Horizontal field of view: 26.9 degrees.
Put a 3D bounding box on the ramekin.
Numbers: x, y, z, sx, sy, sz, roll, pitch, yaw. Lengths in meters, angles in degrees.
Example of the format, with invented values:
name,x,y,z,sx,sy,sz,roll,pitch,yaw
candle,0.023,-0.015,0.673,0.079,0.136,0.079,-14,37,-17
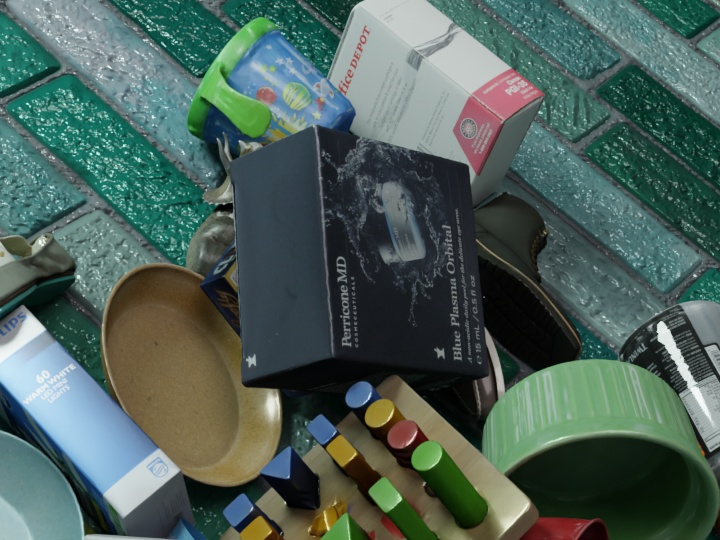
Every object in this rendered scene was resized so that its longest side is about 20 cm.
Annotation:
name,x,y,z,sx,sy,sz,roll,pitch,yaw
ramekin,0.193,0.168,1.263,0.198,0.201,0.098,11,40,-11

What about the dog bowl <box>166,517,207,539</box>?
name,x,y,z,sx,sy,sz,roll,pitch,yaw
dog bowl,-0.087,0.274,1.119,0.050,0.112,0.200,-42,70,-7

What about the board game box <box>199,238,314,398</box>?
name,x,y,z,sx,sy,sz,roll,pitch,yaw
board game box,-0.048,-0.002,1.356,0.136,0.034,0.200,54,44,-20

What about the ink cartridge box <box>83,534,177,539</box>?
name,x,y,z,sx,sy,sz,roll,pitch,yaw
ink cartridge box,-0.134,0.289,1.042,0.050,0.161,0.202,26,67,-56

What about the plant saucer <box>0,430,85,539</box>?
name,x,y,z,sx,sy,sz,roll,pitch,yaw
plant saucer,-0.307,0.211,1.124,0.199,0.039,0.203,7,54,-10

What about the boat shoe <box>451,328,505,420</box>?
name,x,y,z,sx,sy,sz,roll,pitch,yaw
boat shoe,0.079,0.061,1.396,0.059,0.072,0.201,-6,49,-18

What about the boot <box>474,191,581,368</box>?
name,x,y,z,sx,sy,sz,roll,pitch,yaw
boot,0.169,-0.001,1.486,0.200,0.078,0.138,46,45,18

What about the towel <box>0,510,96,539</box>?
name,x,y,z,sx,sy,sz,roll,pitch,yaw
towel,-0.204,0.255,1.149,0.200,0.018,0.086,44,48,19

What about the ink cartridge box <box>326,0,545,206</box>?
name,x,y,z,sx,sy,sz,roll,pitch,yaw
ink cartridge box,0.070,-0.176,1.546,0.200,0.147,0.083,42,47,16

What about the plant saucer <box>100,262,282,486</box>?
name,x,y,z,sx,sy,sz,roll,pitch,yaw
plant saucer,-0.147,0.092,1.258,0.200,0.035,0.202,35,39,-34

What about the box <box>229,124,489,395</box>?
name,x,y,z,sx,sy,sz,roll,pitch,yaw
box,0.000,0.000,1.294,0.199,0.117,0.199,9,70,-44

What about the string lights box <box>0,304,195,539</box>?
name,x,y,z,sx,sy,sz,roll,pitch,yaw
string lights box,-0.217,0.130,1.176,0.059,0.103,0.200,-39,64,-22

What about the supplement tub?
name,x,y,z,sx,sy,sz,roll,pitch,yaw
supplement tub,0.329,0.138,1.388,0.121,0.123,0.201,-5,53,-25

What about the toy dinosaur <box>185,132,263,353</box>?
name,x,y,z,sx,sy,sz,roll,pitch,yaw
toy dinosaur,-0.119,-0.015,1.392,0.101,0.077,0.202,21,72,-4

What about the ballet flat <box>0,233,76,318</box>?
name,x,y,z,sx,sy,sz,roll,pitch,yaw
ballet flat,-0.294,0.006,1.245,0.064,0.067,0.200,54,11,-2

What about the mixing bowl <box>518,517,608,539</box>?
name,x,y,z,sx,sy,sz,roll,pitch,yaw
mixing bowl,0.108,0.271,1.158,0.107,0.202,0.200,16,42,23

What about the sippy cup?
name,x,y,z,sx,sy,sz,roll,pitch,yaw
sippy cup,-0.081,-0.156,1.478,0.130,0.140,0.178,35,50,8

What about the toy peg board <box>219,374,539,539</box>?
name,x,y,z,sx,sy,sz,roll,pitch,yaw
toy peg board,-0.009,0.174,1.130,0.200,0.098,0.199,-42,41,-6
